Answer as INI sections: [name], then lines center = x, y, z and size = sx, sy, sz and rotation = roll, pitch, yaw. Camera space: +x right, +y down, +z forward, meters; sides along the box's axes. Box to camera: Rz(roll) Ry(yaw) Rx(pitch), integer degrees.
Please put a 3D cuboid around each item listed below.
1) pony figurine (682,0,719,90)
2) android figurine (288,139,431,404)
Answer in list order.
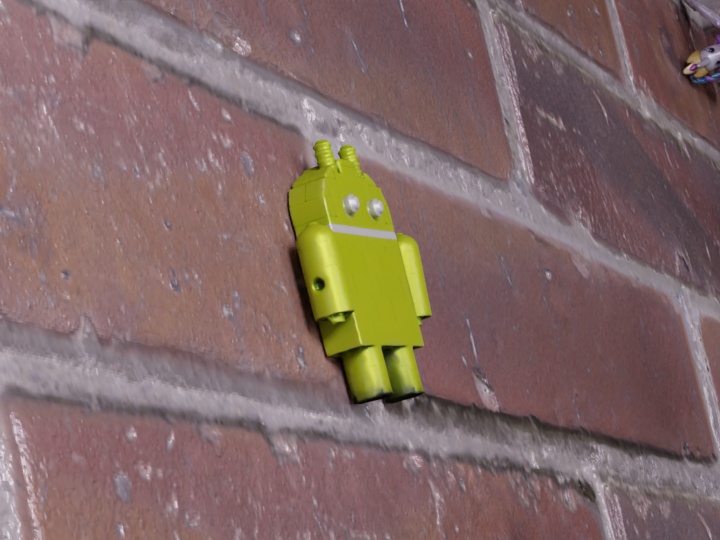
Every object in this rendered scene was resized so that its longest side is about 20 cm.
[pony figurine]
center = 0.538, -0.334, 2.888
size = 0.167, 0.199, 0.193
rotation = 61, 8, -8
[android figurine]
center = 0.000, 0.000, 1.539
size = 0.182, 0.041, 0.202
rotation = 9, 67, -65
